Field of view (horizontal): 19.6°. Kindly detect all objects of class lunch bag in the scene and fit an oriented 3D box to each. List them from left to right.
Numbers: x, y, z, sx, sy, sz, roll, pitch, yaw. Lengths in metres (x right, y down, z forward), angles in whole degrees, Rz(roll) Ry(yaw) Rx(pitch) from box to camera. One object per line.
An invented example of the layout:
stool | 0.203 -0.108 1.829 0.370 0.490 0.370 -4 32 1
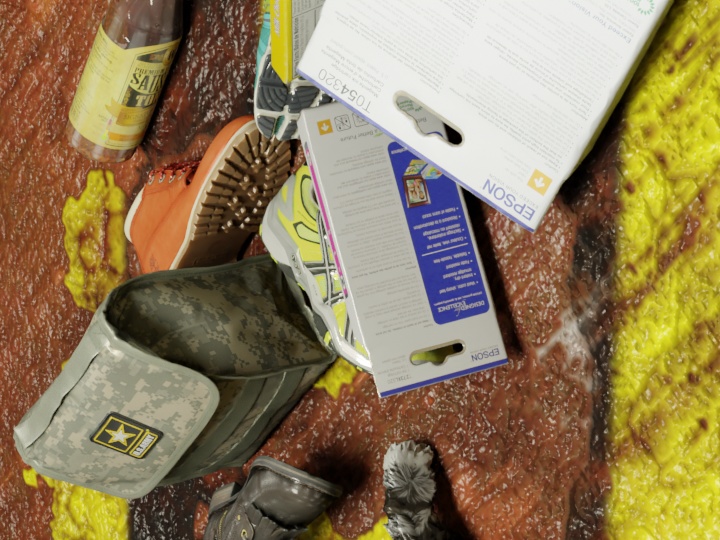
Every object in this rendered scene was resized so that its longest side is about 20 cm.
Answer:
lunch bag | -0.142 0.082 1.528 0.164 0.199 0.118 -50 62 39

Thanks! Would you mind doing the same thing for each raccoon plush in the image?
raccoon plush | 0.040 0.239 1.473 0.134 0.096 0.202 125 152 -53

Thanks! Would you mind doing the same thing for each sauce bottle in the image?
sauce bottle | -0.173 -0.177 1.612 0.066 0.066 0.201 48 131 30

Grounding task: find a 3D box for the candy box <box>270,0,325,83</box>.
candy box | -0.012 -0.215 1.346 0.026 0.102 0.201 53 157 31

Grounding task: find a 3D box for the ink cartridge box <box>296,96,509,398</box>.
ink cartridge box | 0.028 -0.021 1.399 0.037 0.094 0.202 128 127 -76

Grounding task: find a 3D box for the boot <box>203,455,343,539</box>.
boot | -0.085 0.237 1.524 0.200 0.069 0.176 -39 30 60

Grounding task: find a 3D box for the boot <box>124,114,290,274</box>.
boot | -0.124 -0.059 1.579 0.108 0.075 0.201 58 135 30

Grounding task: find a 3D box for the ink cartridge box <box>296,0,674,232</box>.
ink cartridge box | 0.079 -0.158 1.308 0.196 0.043 0.201 35 125 10

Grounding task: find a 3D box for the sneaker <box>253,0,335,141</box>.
sneaker | -0.039 -0.192 1.474 0.080 0.077 0.202 37 120 60

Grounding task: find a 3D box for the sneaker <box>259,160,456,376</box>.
sneaker | 0.000 0.000 1.450 0.200 0.075 0.077 48 129 29
